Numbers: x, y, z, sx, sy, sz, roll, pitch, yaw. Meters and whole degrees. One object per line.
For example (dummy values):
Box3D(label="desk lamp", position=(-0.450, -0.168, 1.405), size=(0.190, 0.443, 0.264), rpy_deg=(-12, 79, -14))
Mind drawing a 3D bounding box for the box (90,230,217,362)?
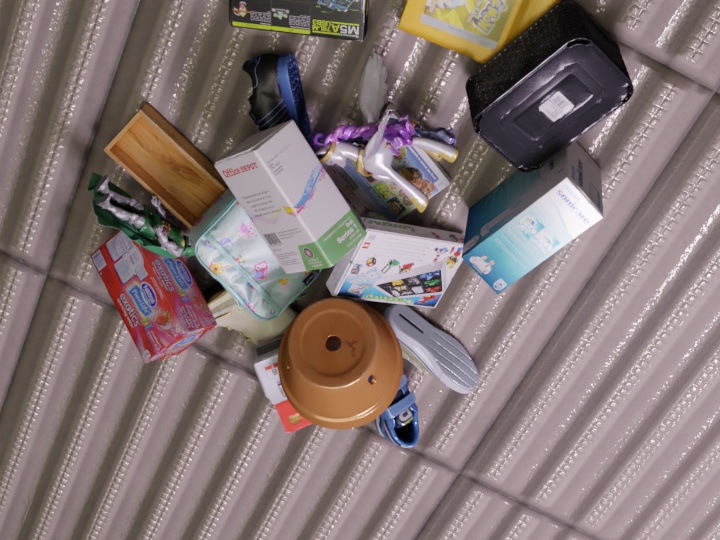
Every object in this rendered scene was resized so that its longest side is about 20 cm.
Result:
Box3D(label="box", position=(-0.327, 0.031, 1.828), size=(0.099, 0.095, 0.202), rpy_deg=(-35, 79, 27))

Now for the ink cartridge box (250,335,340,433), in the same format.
Box3D(label="ink cartridge box", position=(-0.078, 0.185, 1.901), size=(0.160, 0.050, 0.202), rpy_deg=(-21, 123, -3))

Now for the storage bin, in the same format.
Box3D(label="storage bin", position=(0.255, -0.247, 1.574), size=(0.199, 0.095, 0.135), rpy_deg=(-37, 126, 28))

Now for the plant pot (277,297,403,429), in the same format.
Box3D(label="plant pot", position=(-0.036, 0.127, 1.746), size=(0.197, 0.203, 0.140), rpy_deg=(6, 162, 7))

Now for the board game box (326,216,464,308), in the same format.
Box3D(label="board game box", position=(0.059, -0.009, 1.747), size=(0.198, 0.035, 0.127), rpy_deg=(8, 124, -35))

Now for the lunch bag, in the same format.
Box3D(label="lunch bag", position=(-0.159, -0.026, 1.776), size=(0.160, 0.077, 0.200), rpy_deg=(-45, 115, -4))

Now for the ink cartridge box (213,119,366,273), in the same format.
Box3D(label="ink cartridge box", position=(-0.103, -0.103, 1.660), size=(0.201, 0.084, 0.144), rpy_deg=(57, 153, -15))

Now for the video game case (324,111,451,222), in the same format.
Box3D(label="video game case", position=(0.019, -0.135, 1.754), size=(0.199, 0.018, 0.144), rpy_deg=(-33, 109, 27))

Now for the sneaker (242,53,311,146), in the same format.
Box3D(label="sneaker", position=(-0.122, -0.222, 1.704), size=(0.077, 0.070, 0.203), rpy_deg=(-1, 115, 17))

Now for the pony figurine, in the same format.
Box3D(label="pony figurine", position=(0.034, -0.186, 1.637), size=(0.197, 0.168, 0.194), rpy_deg=(17, 131, -18))

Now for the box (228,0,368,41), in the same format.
Box3D(label="box", position=(-0.083, -0.423, 1.586), size=(0.196, 0.048, 0.196), rpy_deg=(7, 124, 6))

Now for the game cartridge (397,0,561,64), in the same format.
Box3D(label="game cartridge", position=(0.170, -0.375, 1.572), size=(0.197, 0.033, 0.178), rpy_deg=(21, 122, -1))

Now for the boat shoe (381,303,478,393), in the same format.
Box3D(label="boat shoe", position=(0.108, 0.129, 1.875), size=(0.200, 0.072, 0.062), rpy_deg=(42, 144, -11))

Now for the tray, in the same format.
Box3D(label="tray", position=(-0.291, -0.156, 1.792), size=(0.200, 0.037, 0.098), rpy_deg=(43, 119, -16))

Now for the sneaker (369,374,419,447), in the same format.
Box3D(label="sneaker", position=(0.055, 0.208, 1.903), size=(0.073, 0.082, 0.202), rpy_deg=(-29, 123, -15))

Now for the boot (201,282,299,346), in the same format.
Box3D(label="boot", position=(-0.198, 0.091, 1.901), size=(0.199, 0.072, 0.155), rpy_deg=(-32, 112, 22))

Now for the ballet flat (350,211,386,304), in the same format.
Box3D(label="ballet flat", position=(0.000, 0.000, 1.795), size=(0.066, 0.064, 0.202), rpy_deg=(9, 130, -5))

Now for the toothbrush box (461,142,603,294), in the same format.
Box3D(label="toothbrush box", position=(0.248, -0.083, 1.664), size=(0.085, 0.147, 0.199), rpy_deg=(42, 118, -16))

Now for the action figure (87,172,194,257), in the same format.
Box3D(label="action figure", position=(-0.327, -0.074, 1.784), size=(0.054, 0.119, 0.199), rpy_deg=(-35, 135, 22))
